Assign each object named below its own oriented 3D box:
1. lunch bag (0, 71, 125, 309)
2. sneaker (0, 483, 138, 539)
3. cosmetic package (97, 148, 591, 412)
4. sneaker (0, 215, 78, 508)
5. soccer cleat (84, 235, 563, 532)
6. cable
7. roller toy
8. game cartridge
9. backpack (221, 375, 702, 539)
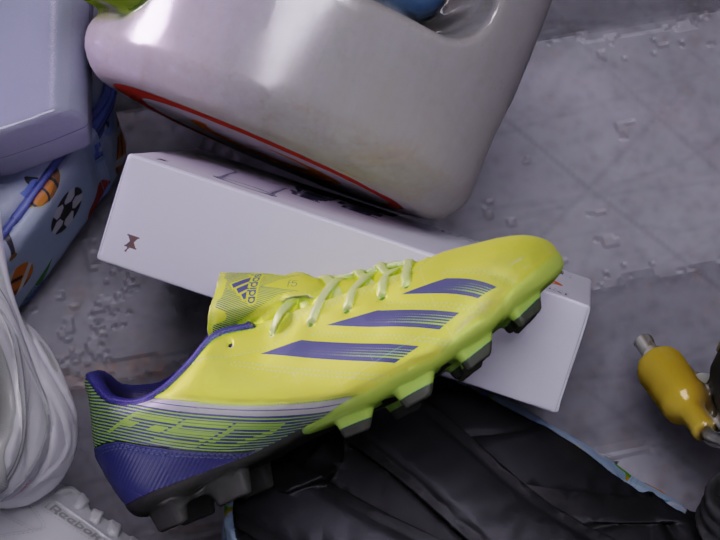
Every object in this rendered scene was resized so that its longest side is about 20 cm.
[{"bbox_3d":[-0.214,-0.040,1.020,0.160,0.076,0.200,30,65,14],"label":"lunch bag"},{"bbox_3d":[-0.118,0.133,0.947,0.199,0.077,0.081,19,55,3],"label":"sneaker"},{"bbox_3d":[0.000,0.000,0.972,0.199,0.151,0.052,18,98,4],"label":"cosmetic package"},{"bbox_3d":[-0.176,0.003,0.893,0.078,0.099,0.201,-30,90,2],"label":"sneaker"},{"bbox_3d":[-0.018,0.027,0.870,0.199,0.065,0.084,-28,83,9],"label":"soccer cleat"},{"bbox_3d":[0.170,0.083,0.948,0.097,0.051,0.200,20,26,-8],"label":"cable"},{"bbox_3d":[-0.014,-0.115,0.968,0.182,0.200,0.141,22,88,24],"label":"roller toy"},{"bbox_3d":[-0.217,-0.092,0.988,0.198,0.041,0.134,-6,61,2],"label":"game cartridge"},{"bbox_3d":[0.033,0.125,0.931,0.199,0.154,0.164,34,74,-3],"label":"backpack"}]
